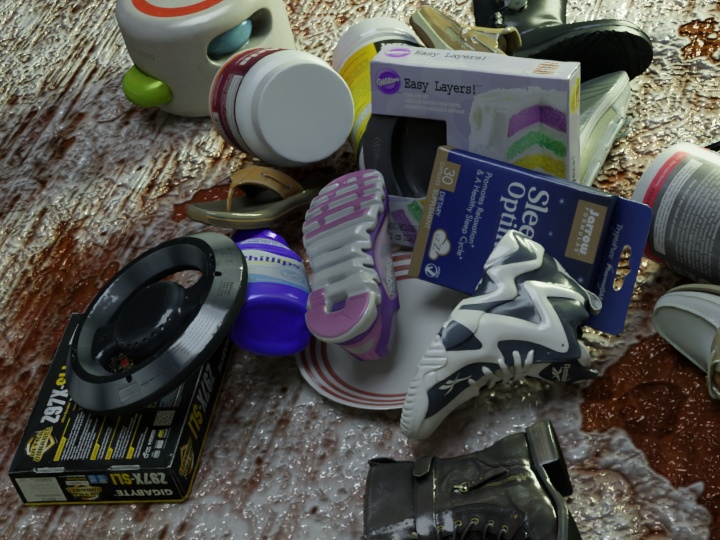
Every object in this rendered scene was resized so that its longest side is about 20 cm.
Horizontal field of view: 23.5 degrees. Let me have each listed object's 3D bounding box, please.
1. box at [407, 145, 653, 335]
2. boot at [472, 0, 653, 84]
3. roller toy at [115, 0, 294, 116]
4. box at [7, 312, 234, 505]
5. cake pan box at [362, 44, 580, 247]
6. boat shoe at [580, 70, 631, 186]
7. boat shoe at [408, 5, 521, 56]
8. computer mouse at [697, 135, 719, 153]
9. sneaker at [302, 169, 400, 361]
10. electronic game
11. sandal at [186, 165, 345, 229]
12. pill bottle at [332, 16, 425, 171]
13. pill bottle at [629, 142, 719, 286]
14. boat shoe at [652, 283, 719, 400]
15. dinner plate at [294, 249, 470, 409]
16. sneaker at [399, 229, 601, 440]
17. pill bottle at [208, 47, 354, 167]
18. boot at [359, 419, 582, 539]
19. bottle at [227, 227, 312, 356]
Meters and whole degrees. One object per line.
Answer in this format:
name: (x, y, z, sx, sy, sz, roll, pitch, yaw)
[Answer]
box: (0.147, -0.026, 1.516, 0.199, 0.122, 0.032, 17, 11, 21)
boot: (0.205, -0.258, 1.797, 0.199, 0.077, 0.169, -12, 43, 22)
roller toy: (-0.172, -0.276, 1.911, 0.181, 0.140, 0.201, -5, 42, 14)
box: (-0.212, 0.119, 1.563, 0.159, 0.049, 0.201, -6, 43, 18)
cake pan box: (0.102, -0.106, 1.577, 0.199, 0.185, 0.052, 9, 26, 20)
boat shoe: (0.214, -0.122, 1.671, 0.074, 0.065, 0.202, -12, 32, 37)
boat shoe: (0.128, -0.211, 1.708, 0.076, 0.072, 0.200, -47, 57, 8)
computer mouse: (0.401, -0.094, 1.577, 0.138, 0.053, 0.200, -34, 32, -19)
sneaker: (0.000, 0.000, 1.548, 0.080, 0.089, 0.201, -19, 46, 24)
electronic game: (-0.183, 0.045, 1.537, 0.199, 0.042, 0.201, -27, 35, 21)
sandal: (-0.088, -0.079, 1.674, 0.199, 0.054, 0.080, -16, 20, -39)
pill bottle: (0.036, -0.163, 1.731, 0.114, 0.115, 0.200, -18, 41, 0)
pill bottle: (0.336, -0.028, 1.476, 0.111, 0.111, 0.200, -40, 45, -23)
boat shoe: (0.312, 0.074, 1.401, 0.200, 0.075, 0.068, 27, 52, 38)
dinner plate: (0.038, 0.056, 1.560, 0.199, 0.024, 0.201, -11, 42, 10)
sneaker: (0.129, 0.078, 1.448, 0.129, 0.080, 0.200, 31, 69, 10)
pill bottle: (-0.078, -0.163, 1.719, 0.114, 0.115, 0.200, -28, 15, -11)
boot: (0.084, 0.208, 1.356, 0.173, 0.069, 0.200, -17, 37, 10)
bottle: (-0.091, 0.010, 1.600, 0.083, 0.066, 0.200, 8, 22, -12)
